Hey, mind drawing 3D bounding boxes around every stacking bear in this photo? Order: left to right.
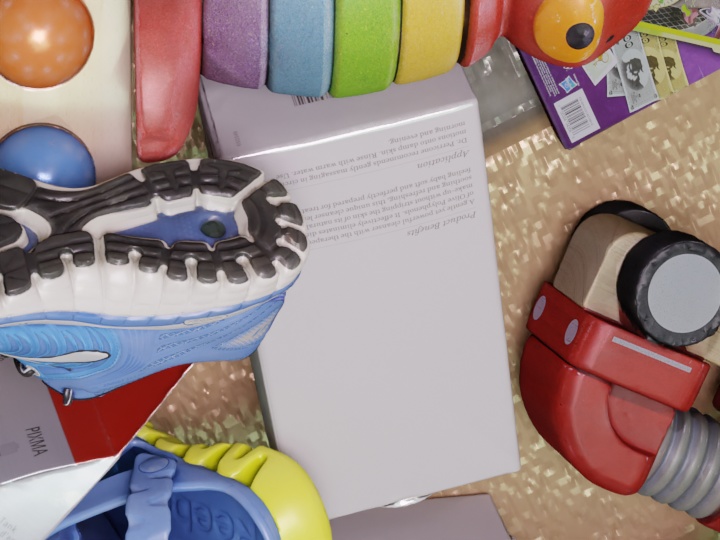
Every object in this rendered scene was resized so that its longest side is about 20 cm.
[{"bbox_3d":[0.015,-0.115,0.888,0.198,0.114,0.122,-1,132,-5],"label":"stacking bear"}]

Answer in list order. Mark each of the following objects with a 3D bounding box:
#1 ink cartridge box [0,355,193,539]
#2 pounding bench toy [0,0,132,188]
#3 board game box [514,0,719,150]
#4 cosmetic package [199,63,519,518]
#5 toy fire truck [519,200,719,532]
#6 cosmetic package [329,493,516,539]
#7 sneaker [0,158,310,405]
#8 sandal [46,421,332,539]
[{"bbox_3d":[-0.148,0.055,0.980,0.047,0.160,0.200,39,96,-25],"label":"ink cartridge box"},{"bbox_3d":[-0.154,-0.118,0.920,0.123,0.156,0.202,-2,111,-9],"label":"pounding bench toy"},{"bbox_3d":[0.099,-0.165,1.017,0.119,0.032,0.201,-25,114,4],"label":"board game box"},{"bbox_3d":[0.000,0.000,1.000,0.107,0.085,0.201,-12,130,-6],"label":"cosmetic package"},{"bbox_3d":[0.142,0.087,1.088,0.175,0.129,0.201,22,96,-17],"label":"toy fire truck"},{"bbox_3d":[-0.025,0.167,1.084,0.198,0.108,0.086,-2,113,-8],"label":"cosmetic package"},{"bbox_3d":[-0.120,0.014,0.862,0.198,0.079,0.090,1,138,-11],"label":"sneaker"},{"bbox_3d":[-0.111,0.102,1.008,0.087,0.199,0.080,-28,115,-46],"label":"sandal"}]
